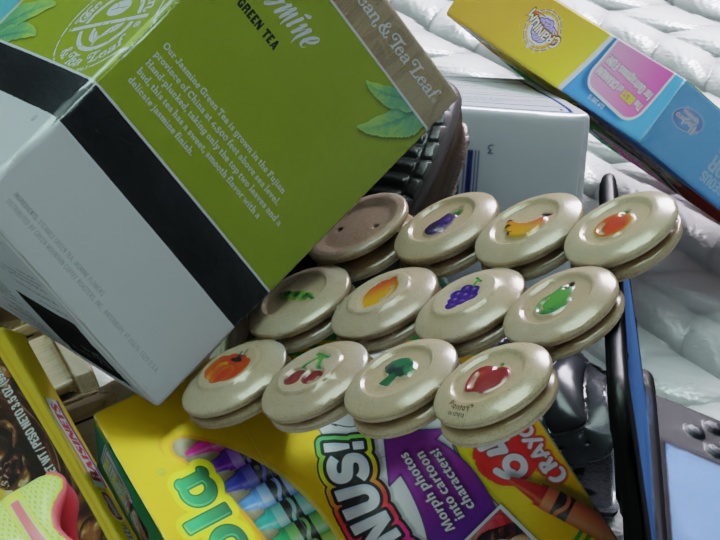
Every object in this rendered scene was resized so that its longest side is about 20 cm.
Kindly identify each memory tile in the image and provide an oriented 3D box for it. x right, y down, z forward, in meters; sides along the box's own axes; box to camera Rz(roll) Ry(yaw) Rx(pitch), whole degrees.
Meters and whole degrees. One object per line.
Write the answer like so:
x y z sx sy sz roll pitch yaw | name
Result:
0.027 0.015 1.093 0.199 0.017 0.153 -1 37 45 | memory tile

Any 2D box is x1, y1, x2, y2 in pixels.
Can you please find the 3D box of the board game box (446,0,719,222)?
0.152 -0.086 1.443 0.040 0.153 0.200 -53 37 3 | board game box

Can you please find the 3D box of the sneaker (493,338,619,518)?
0.058 0.100 1.241 0.113 0.076 0.200 19 57 21 | sneaker

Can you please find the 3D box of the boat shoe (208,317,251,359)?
-0.040 0.042 1.410 0.074 0.075 0.203 -5 28 7 | boat shoe

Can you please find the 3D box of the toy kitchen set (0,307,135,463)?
-0.217 0.045 1.311 0.162 0.181 0.200 -22 0 -13 | toy kitchen set

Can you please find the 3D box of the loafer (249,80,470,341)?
0.000 0.000 1.277 0.073 0.071 0.201 15 74 33 | loafer

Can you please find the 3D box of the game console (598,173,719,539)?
0.158 0.077 1.107 0.175 0.117 0.200 22 28 -8 | game console

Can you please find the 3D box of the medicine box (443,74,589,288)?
0.012 -0.050 1.412 0.181 0.104 0.200 3 8 -7 | medicine box

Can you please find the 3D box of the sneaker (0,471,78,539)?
-0.085 0.154 1.066 0.200 0.078 0.090 38 74 14 | sneaker

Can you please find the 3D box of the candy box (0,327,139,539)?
-0.148 0.135 1.176 0.102 0.026 0.200 -38 68 13 | candy box

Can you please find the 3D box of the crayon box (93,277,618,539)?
0.005 0.116 1.144 0.172 0.058 0.200 -25 66 -19 | crayon box

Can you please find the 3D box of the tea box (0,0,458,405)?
-0.101 -0.073 1.191 0.197 0.134 0.200 -45 29 -13 | tea box

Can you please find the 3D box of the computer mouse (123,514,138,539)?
-0.044 0.100 1.257 0.058 0.034 0.200 25 19 26 | computer mouse
